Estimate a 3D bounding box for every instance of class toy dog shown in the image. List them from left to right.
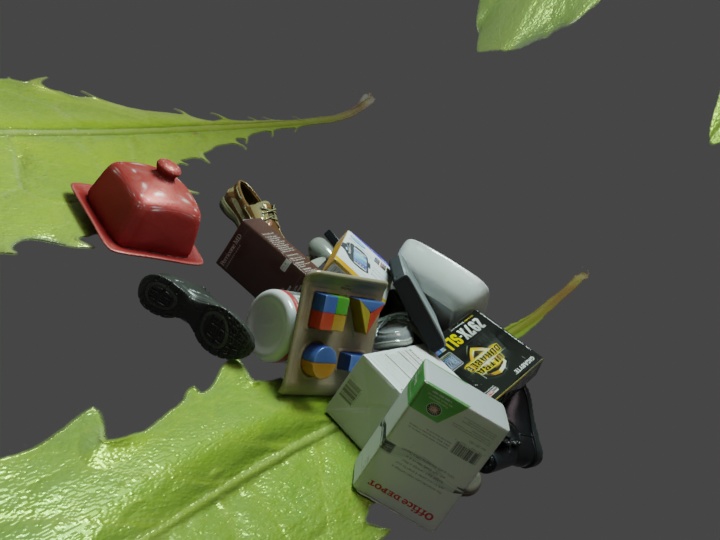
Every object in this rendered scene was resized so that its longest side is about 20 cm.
[{"bbox_3d":[-0.054,0.029,1.864,0.132,0.096,0.200,50,-1,-30],"label":"toy dog"}]

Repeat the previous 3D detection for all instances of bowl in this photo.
[{"bbox_3d":[0.138,0.051,1.902,0.199,0.200,0.075,33,63,15],"label":"bowl"}]

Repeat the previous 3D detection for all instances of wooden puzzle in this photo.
[{"bbox_3d":[-0.032,0.107,1.563,0.046,0.202,0.184,19,7,42],"label":"wooden puzzle"}]

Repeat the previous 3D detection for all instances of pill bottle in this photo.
[{"bbox_3d":[-0.081,0.098,1.629,0.199,0.116,0.116,11,31,-47],"label":"pill bottle"}]

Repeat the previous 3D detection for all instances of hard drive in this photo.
[{"bbox_3d":[0.096,0.054,1.734,0.140,0.033,0.200,60,4,-10],"label":"hard drive"}]

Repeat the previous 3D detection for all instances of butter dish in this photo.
[{"bbox_3d":[-0.349,-0.119,1.659,0.199,0.148,0.200,11,31,-46],"label":"butter dish"}]

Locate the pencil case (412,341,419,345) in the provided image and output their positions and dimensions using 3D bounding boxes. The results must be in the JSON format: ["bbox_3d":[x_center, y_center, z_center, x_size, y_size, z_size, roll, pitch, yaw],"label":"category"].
[{"bbox_3d":[0.127,0.181,1.806,0.199,0.078,0.089,24,2,-27],"label":"pencil case"}]

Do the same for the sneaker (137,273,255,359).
[{"bbox_3d":[-0.243,0.061,1.535,0.199,0.076,0.091,36,14,-1],"label":"sneaker"}]

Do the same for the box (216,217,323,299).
[{"bbox_3d":[-0.146,0.007,1.748,0.200,0.100,0.075,40,18,16],"label":"box"}]

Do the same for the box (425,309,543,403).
[{"bbox_3d":[0.204,0.166,1.744,0.159,0.050,0.199,36,42,24],"label":"box"}]

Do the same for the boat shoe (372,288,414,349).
[{"bbox_3d":[0.054,0.087,1.705,0.074,0.065,0.202,-9,12,9],"label":"boat shoe"}]

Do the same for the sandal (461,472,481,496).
[{"bbox_3d":[0.135,0.303,1.571,0.199,0.055,0.082,30,19,-39],"label":"sandal"}]

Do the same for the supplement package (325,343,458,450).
[{"bbox_3d":[0.063,0.207,1.595,0.120,0.122,0.199,43,22,24],"label":"supplement package"}]

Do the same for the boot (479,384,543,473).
[{"bbox_3d":[0.237,0.257,1.749,0.167,0.076,0.202,12,56,-49],"label":"boot"}]

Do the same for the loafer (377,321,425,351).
[{"bbox_3d":[0.060,0.120,1.847,0.199,0.076,0.068,13,23,-45],"label":"loafer"}]

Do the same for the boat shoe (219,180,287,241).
[{"bbox_3d":[-0.201,-0.102,1.942,0.200,0.074,0.075,45,24,26],"label":"boat shoe"}]

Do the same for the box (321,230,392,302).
[{"bbox_3d":[0.000,0.000,1.766,0.119,0.041,0.200,42,16,-7],"label":"box"}]

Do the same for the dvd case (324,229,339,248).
[{"bbox_3d":[0.008,0.012,1.973,0.143,0.018,0.200,50,1,37],"label":"dvd case"}]

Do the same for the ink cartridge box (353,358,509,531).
[{"bbox_3d":[0.099,0.255,1.440,0.145,0.201,0.084,31,18,-9],"label":"ink cartridge box"}]
